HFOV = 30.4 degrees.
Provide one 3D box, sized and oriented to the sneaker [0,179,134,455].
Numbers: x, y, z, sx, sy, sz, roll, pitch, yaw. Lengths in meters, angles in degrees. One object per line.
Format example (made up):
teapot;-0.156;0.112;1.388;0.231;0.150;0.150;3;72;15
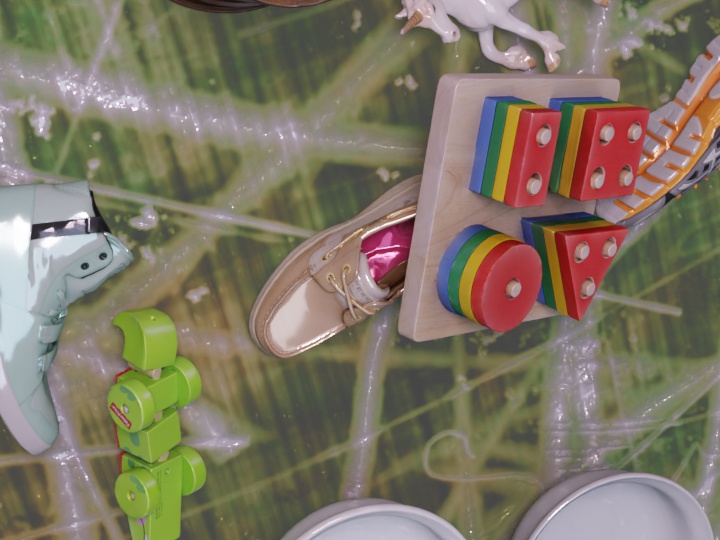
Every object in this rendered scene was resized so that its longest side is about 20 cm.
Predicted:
sneaker;-0.216;0.033;0.960;0.117;0.074;0.203;-12;108;-8

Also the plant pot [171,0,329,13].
plant pot;-0.065;-0.258;0.855;0.198;0.198;0.203;-6;108;-18

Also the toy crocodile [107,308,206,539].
toy crocodile;-0.164;0.127;1.020;0.067;0.061;0.202;-27;125;-48

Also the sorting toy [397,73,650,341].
sorting toy;0.135;-0.044;1.013;0.199;0.069;0.201;-8;114;-44

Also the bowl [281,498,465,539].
bowl;-0.006;0.267;1.091;0.199;0.090;0.203;-6;109;-17

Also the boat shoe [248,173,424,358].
boat shoe;0.000;0.000;1.028;0.200;0.069;0.074;-40;115;-3

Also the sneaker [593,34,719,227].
sneaker;0.276;-0.104;1.089;0.200;0.078;0.077;-45;133;6

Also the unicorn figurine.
unicorn figurine;0.111;-0.214;1.005;0.137;0.074;0.201;37;77;-24

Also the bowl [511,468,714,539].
bowl;0.205;0.255;1.167;0.199;0.090;0.203;-5;108;-17
